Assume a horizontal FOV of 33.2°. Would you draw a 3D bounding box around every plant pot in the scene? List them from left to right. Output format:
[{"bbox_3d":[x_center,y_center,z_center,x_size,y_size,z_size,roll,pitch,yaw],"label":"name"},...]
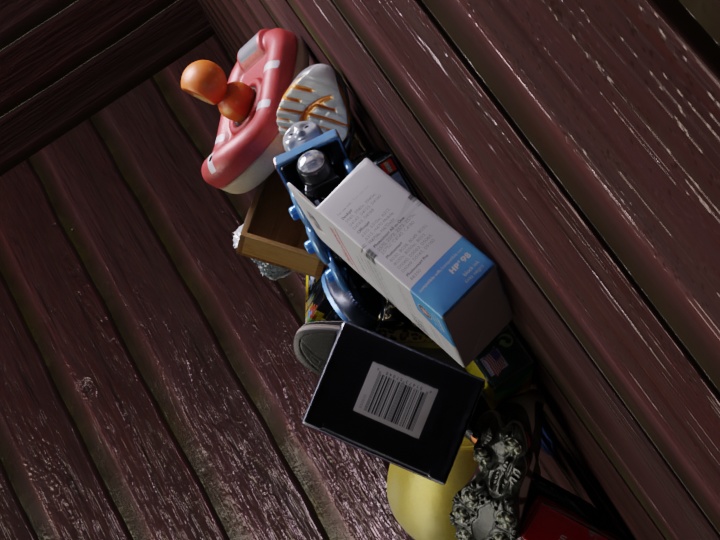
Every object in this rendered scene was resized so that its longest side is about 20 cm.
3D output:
[{"bbox_3d":[0.128,0.224,1.482,0.143,0.198,0.201,86,158,-45],"label":"plant pot"}]

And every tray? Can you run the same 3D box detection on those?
[{"bbox_3d":[-0.069,-0.087,1.390,0.037,0.098,0.201,109,177,-48],"label":"tray"}]

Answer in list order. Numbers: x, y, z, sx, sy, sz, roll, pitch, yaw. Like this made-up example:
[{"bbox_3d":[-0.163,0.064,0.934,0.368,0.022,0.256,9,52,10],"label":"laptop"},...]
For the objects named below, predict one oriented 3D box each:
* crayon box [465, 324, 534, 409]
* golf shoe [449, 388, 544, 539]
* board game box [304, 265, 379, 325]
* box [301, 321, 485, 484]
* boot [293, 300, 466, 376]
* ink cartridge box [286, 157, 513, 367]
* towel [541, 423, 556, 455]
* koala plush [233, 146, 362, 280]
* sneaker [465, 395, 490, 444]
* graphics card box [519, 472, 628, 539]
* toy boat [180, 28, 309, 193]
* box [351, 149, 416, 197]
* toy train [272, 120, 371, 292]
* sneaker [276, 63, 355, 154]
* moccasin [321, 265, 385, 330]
[{"bbox_3d":[0.119,0.069,1.213,0.128,0.051,0.200,56,178,15],"label":"crayon box"},{"bbox_3d":[0.150,0.213,1.235,0.077,0.088,0.202,29,129,23],"label":"golf shoe"},{"bbox_3d":[0.022,0.057,1.641,0.199,0.057,0.166,27,-154,-16],"label":"board game box"},{"bbox_3d":[0.035,0.132,1.186,0.147,0.105,0.200,22,173,7],"label":"box"},{"bbox_3d":[0.029,0.066,1.390,0.151,0.197,0.074,-80,-6,-60],"label":"boot"},{"bbox_3d":[0.035,-0.018,1.053,0.200,0.067,0.116,42,171,27],"label":"ink cartridge box"},{"bbox_3d":[0.171,0.129,1.439,0.145,0.024,0.200,56,-179,-16],"label":"towel"},{"bbox_3d":[-0.066,-0.068,1.546,0.185,0.199,0.177,56,178,16],"label":"koala plush"},{"bbox_3d":[0.116,0.134,1.388,0.200,0.070,0.090,49,-179,32],"label":"sneaker"},{"bbox_3d":[0.218,0.273,1.320,0.125,0.051,0.200,29,-178,-6],"label":"graphics card box"},{"bbox_3d":[-0.142,-0.190,1.352,0.130,0.130,0.202,24,-122,-28],"label":"toy boat"},{"bbox_3d":[0.040,-0.062,1.312,0.137,0.037,0.200,58,178,-10],"label":"box"},{"bbox_3d":[-0.027,-0.065,1.204,0.115,0.086,0.201,64,-179,40],"label":"toy train"},{"bbox_3d":[-0.041,-0.161,1.283,0.077,0.078,0.201,19,154,6],"label":"sneaker"},{"bbox_3d":[0.000,0.000,1.333,0.081,0.068,0.200,47,-165,-22],"label":"moccasin"}]
